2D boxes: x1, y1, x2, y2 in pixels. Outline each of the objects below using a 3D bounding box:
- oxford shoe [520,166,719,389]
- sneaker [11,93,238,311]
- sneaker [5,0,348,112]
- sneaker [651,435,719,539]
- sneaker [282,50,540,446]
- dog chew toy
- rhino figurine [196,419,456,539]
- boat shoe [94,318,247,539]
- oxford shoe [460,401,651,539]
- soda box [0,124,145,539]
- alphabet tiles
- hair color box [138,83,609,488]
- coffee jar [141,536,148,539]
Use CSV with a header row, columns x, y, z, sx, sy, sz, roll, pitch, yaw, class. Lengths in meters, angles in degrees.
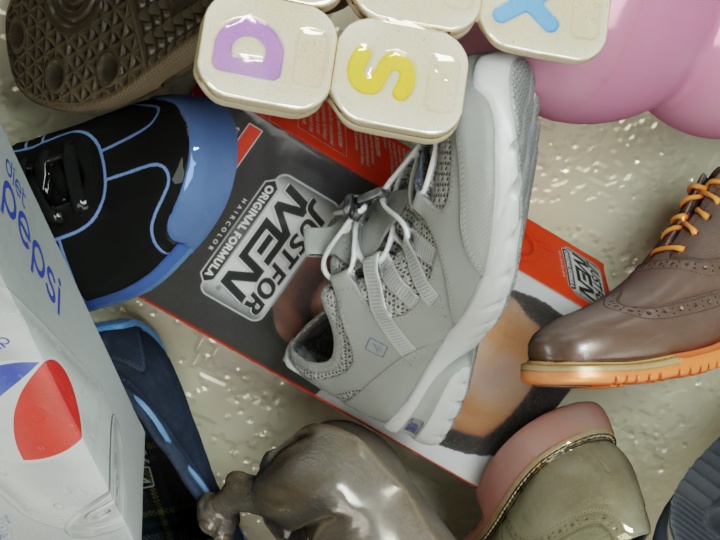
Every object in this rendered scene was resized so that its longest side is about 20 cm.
x,y,z,sx,sy,sz,roll,pitch,yaw,class
0.138,-0.002,1.178,0.200,0.071,0.073,-22,103,-38,oxford shoe
-0.137,-0.017,1.153,0.200,0.070,0.078,-31,151,36,sneaker
-0.058,-0.104,1.128,0.200,0.075,0.071,-14,79,44,sneaker
0.189,0.086,1.226,0.070,0.200,0.082,44,144,20,sneaker
0.018,-0.007,1.112,0.082,0.075,0.200,15,133,-2,sneaker
0.136,-0.108,1.133,0.199,0.125,0.125,14,116,-17,dog chew toy
0.025,0.147,1.214,0.200,0.060,0.087,48,128,2,rhino figurine
-0.096,0.121,1.265,0.084,0.069,0.201,-20,116,8,boat shoe
0.078,0.142,1.247,0.071,0.074,0.200,-20,149,-21,oxford shoe
-0.142,0.033,1.117,0.063,0.068,0.200,-10,136,10,soda box
0.002,-0.148,1.038,0.195,0.015,0.201,11,74,-7,alphabet tiles
0.000,0.000,1.212,0.200,0.061,0.102,29,113,-17,hair color box
-0.073,0.199,1.228,0.104,0.086,0.200,-27,125,28,coffee jar
